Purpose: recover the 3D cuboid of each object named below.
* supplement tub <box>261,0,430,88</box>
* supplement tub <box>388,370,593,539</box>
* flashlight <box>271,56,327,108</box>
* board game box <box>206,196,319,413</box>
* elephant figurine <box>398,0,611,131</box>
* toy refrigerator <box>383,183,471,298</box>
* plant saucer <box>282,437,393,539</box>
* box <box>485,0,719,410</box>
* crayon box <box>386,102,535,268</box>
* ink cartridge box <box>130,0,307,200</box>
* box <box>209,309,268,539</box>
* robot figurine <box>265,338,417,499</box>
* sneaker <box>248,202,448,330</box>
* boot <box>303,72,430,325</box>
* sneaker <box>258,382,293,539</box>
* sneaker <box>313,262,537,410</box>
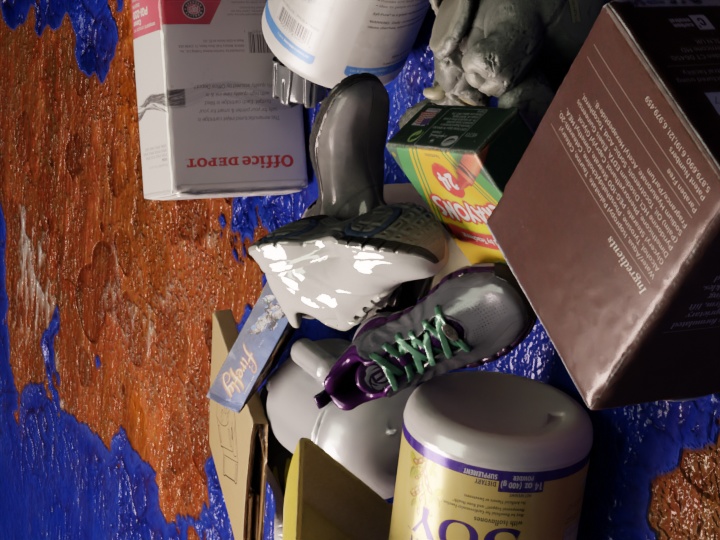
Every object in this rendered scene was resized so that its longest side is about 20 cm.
[{"bbox_3d":[0.004,-0.260,1.544,0.132,0.132,0.200,62,143,35],"label":"supplement tub"},{"bbox_3d":[0.095,0.193,1.434,0.145,0.145,0.200,35,124,54],"label":"supplement tub"},{"bbox_3d":[-0.048,-0.250,1.713,0.068,0.068,0.200,11,111,22],"label":"flashlight"},{"bbox_3d":[-0.062,0.019,1.666,0.200,0.035,0.135,-61,-3,21],"label":"board game box"},{"bbox_3d":[0.099,-0.173,1.386,0.142,0.155,0.200,55,169,-29],"label":"elephant figurine"},{"bbox_3d":[0.069,-0.015,1.522,0.200,0.076,0.070,27,117,56],"label":"toy refrigerator"},{"bbox_3d":[0.000,0.263,1.506,0.048,0.200,0.200,-35,30,24],"label":"plant saucer"},{"bbox_3d":[0.212,-0.043,1.166,0.164,0.166,0.200,63,143,33],"label":"box"},{"bbox_3d":[0.117,-0.028,1.347,0.200,0.051,0.127,52,162,-23],"label":"crayon box"},{"bbox_3d":[-0.135,-0.169,1.792,0.085,0.146,0.200,-7,88,62],"label":"ink cartridge box"},{"bbox_3d":[-0.117,0.155,1.779,0.200,0.021,0.164,-114,24,-57],"label":"box"},{"bbox_3d":[-0.008,0.130,1.641,0.200,0.113,0.170,32,161,55],"label":"robot figurine"},{"bbox_3d":[0.000,0.000,1.433,0.200,0.074,0.087,-4,111,52],"label":"sneaker"},{"bbox_3d":[0.016,-0.046,1.485,0.132,0.070,0.200,45,140,40],"label":"boot"},{"bbox_3d":[-0.045,0.197,1.779,0.085,0.074,0.200,-18,85,51],"label":"sneaker"},{"bbox_3d":[0.048,0.061,1.386,0.074,0.088,0.200,52,139,-7],"label":"sneaker"}]
